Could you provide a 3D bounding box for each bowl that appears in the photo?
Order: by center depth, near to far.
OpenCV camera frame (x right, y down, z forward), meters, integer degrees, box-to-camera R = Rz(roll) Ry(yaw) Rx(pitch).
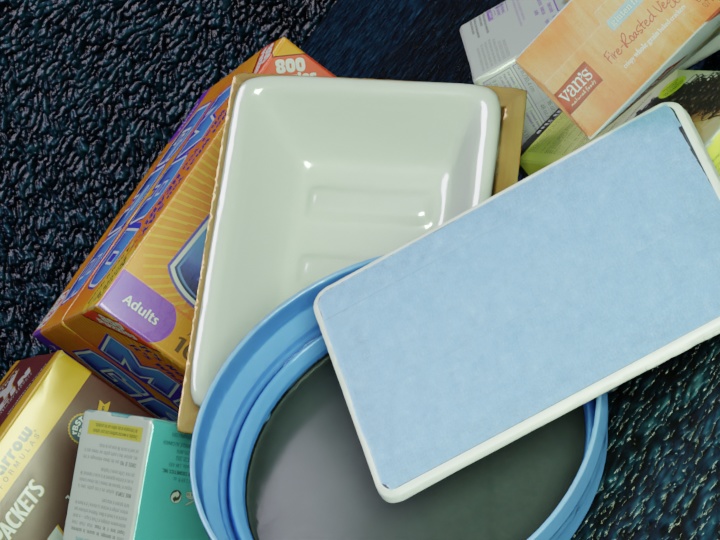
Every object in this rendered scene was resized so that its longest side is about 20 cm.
[{"bbox_3d":[0.021,0.080,1.304,0.201,0.039,0.201,-12,50,14],"label":"bowl"}]

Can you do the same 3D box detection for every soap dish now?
[{"bbox_3d":[0.000,0.000,1.433,0.081,0.157,0.200,66,-151,-66],"label":"soap dish"}]

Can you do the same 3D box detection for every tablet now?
[{"bbox_3d":[0.080,0.014,1.281,0.200,0.014,0.130,-29,50,10],"label":"tablet"}]

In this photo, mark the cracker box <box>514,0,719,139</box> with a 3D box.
[{"bbox_3d":[0.173,-0.154,1.348,0.134,0.058,0.200,-46,-5,39],"label":"cracker box"}]

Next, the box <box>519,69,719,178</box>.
[{"bbox_3d":[0.149,-0.059,1.396,0.075,0.050,0.200,-47,17,-11],"label":"box"}]

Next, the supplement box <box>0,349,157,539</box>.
[{"bbox_3d":[-0.151,0.161,1.670,0.133,0.200,0.197,-55,10,-12],"label":"supplement box"}]

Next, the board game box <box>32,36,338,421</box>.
[{"bbox_3d":[-0.049,0.010,1.725,0.200,0.200,0.200,-56,10,-15],"label":"board game box"}]

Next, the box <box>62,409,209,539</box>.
[{"bbox_3d":[-0.122,0.176,1.461,0.082,0.049,0.200,3,83,59],"label":"box"}]

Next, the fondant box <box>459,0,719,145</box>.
[{"bbox_3d":[0.157,-0.148,1.560,0.200,0.058,0.144,-31,15,8],"label":"fondant box"}]

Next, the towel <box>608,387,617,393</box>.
[{"bbox_3d":[0.107,0.034,1.445,0.200,0.024,0.145,-40,15,52],"label":"towel"}]
